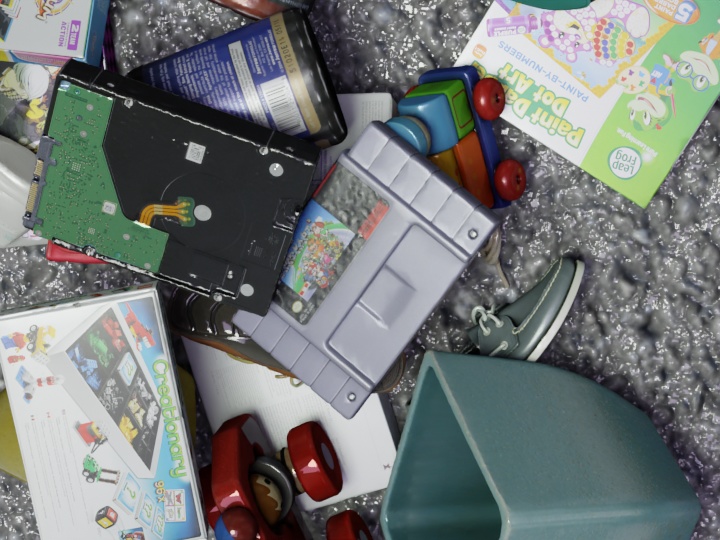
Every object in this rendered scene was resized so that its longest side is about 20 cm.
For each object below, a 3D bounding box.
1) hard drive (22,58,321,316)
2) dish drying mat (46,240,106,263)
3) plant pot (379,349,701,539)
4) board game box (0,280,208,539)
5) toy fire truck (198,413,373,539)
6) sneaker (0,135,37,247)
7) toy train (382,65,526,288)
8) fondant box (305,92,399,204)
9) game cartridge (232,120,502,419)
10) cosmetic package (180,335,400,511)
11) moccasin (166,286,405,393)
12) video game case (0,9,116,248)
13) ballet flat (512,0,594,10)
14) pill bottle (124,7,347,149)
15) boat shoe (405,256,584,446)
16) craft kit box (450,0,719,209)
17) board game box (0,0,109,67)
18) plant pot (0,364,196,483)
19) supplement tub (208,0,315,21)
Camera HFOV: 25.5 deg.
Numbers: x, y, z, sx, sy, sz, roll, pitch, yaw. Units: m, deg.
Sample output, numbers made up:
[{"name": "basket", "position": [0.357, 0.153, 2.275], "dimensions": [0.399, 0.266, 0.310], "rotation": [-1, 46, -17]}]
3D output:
[{"name": "hard drive", "position": [-0.142, -0.060, 1.181], "dimensions": [0.199, 0.038, 0.140], "rotation": [18, 119, -2]}, {"name": "dish drying mat", "position": [-0.160, -0.044, 1.292], "dimensions": [0.198, 0.018, 0.077], "rotation": [0, 78, 13]}, {"name": "plant pot", "position": [0.151, 0.194, 1.273], "dimensions": [0.198, 0.197, 0.197], "rotation": [-1, 127, -20]}, {"name": "board game box", "position": [-0.195, 0.118, 1.202], "dimensions": [0.125, 0.035, 0.202], "rotation": [-10, 102, -1]}, {"name": "toy fire truck", "position": [-0.066, 0.220, 1.282], "dimensions": [0.111, 0.168, 0.201], "rotation": [-23, 97, 9]}, {"name": "sneaker", "position": [-0.354, -0.099, 1.331], "dimensions": [0.200, 0.075, 0.089], "rotation": [41, 114, -2]}, {"name": "toy train", "position": [0.074, -0.052, 1.279], "dimensions": [0.084, 0.116, 0.201], "rotation": [-1, 115, 36]}, {"name": "fondant box", "position": [-0.066, -0.067, 1.315], "dimensions": [0.198, 0.058, 0.146], "rotation": [0, 82, 10]}, {"name": "game cartridge", "position": [0.000, 0.000, 1.219], "dimensions": [0.129, 0.038, 0.200], "rotation": [37, 109, 4]}, {"name": "cosmetic package", "position": [-0.057, 0.104, 1.372], "dimensions": [0.150, 0.052, 0.201], "rotation": [-16, 97, 11]}, {"name": "moccasin", "position": [-0.060, 0.057, 1.308], "dimensions": [0.200, 0.078, 0.074], "rotation": [9, 84, 8]}, {"name": "video game case", "position": [-0.294, -0.120, 1.371], "dimensions": [0.180, 0.036, 0.202], "rotation": [-4, 99, 7]}, {"name": "ballet flat", "position": [0.102, -0.248, 1.252], "dimensions": [0.199, 0.069, 0.063], "rotation": [11, 74, 33]}, {"name": "pill bottle", "position": [-0.119, -0.120, 1.240], "dimensions": [0.199, 0.112, 0.113], "rotation": [-20, 97, 3]}, {"name": "boat shoe", "position": [0.112, 0.062, 1.333], "dimensions": [0.062, 0.073, 0.200], "rotation": [35, 107, -4]}, {"name": "craft kit box", "position": [0.202, -0.186, 1.294], "dimensions": [0.199, 0.049, 0.198], "rotation": [32, 105, 1]}, {"name": "board game box", "position": [-0.306, -0.253, 1.323], "dimensions": [0.198, 0.040, 0.154], "rotation": [8, 85, 8]}, {"name": "plant pot", "position": [-0.218, 0.131, 1.343], "dimensions": [0.199, 0.200, 0.143], "rotation": [26, 77, 2]}, {"name": "supplement tub", "position": [-0.059, -0.302, 1.275], "dimensions": [0.106, 0.107, 0.201], "rotation": [23, 101, 3]}]
